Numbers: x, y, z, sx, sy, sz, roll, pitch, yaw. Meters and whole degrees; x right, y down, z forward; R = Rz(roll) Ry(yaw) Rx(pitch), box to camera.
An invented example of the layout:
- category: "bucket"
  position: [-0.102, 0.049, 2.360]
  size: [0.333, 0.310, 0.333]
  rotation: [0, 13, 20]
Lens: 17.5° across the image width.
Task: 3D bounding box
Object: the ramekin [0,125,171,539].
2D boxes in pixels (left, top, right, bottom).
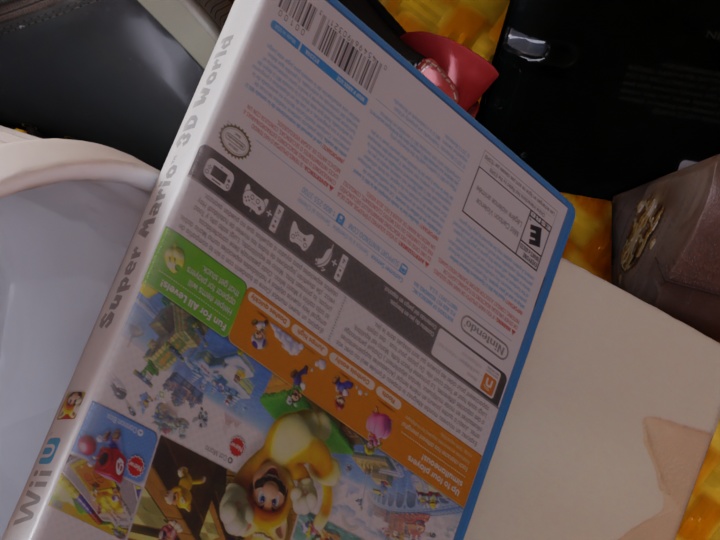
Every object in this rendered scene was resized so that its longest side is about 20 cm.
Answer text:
- category: "ramekin"
  position: [-0.132, 0.046, 0.691]
  size: [0.105, 0.200, 0.201]
  rotation: [24, 98, 36]

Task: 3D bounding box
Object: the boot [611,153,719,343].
- category: "boot"
  position: [0.198, -0.019, 0.828]
  size: [0.199, 0.064, 0.187]
  rotation: [17, 122, -8]

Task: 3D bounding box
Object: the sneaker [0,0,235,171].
- category: "sneaker"
  position: [-0.069, -0.056, 0.740]
  size: [0.106, 0.075, 0.200]
  rotation: [-28, 112, 31]

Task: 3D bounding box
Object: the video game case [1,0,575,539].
- category: "video game case"
  position: [-0.014, 0.031, 0.680]
  size: [0.143, 0.018, 0.201]
  rotation: [38, 62, -34]

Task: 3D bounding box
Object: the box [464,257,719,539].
- category: "box"
  position: [0.053, 0.104, 0.790]
  size: [0.077, 0.095, 0.201]
  rotation: [28, 53, 1]

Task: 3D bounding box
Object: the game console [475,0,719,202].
- category: "game console"
  position: [0.151, -0.119, 0.856]
  size: [0.199, 0.117, 0.177]
  rotation: [9, 128, -9]

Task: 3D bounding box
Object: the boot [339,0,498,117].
- category: "boot"
  position: [0.000, 0.000, 0.790]
  size: [0.144, 0.072, 0.201]
  rotation: [-32, 61, 12]
